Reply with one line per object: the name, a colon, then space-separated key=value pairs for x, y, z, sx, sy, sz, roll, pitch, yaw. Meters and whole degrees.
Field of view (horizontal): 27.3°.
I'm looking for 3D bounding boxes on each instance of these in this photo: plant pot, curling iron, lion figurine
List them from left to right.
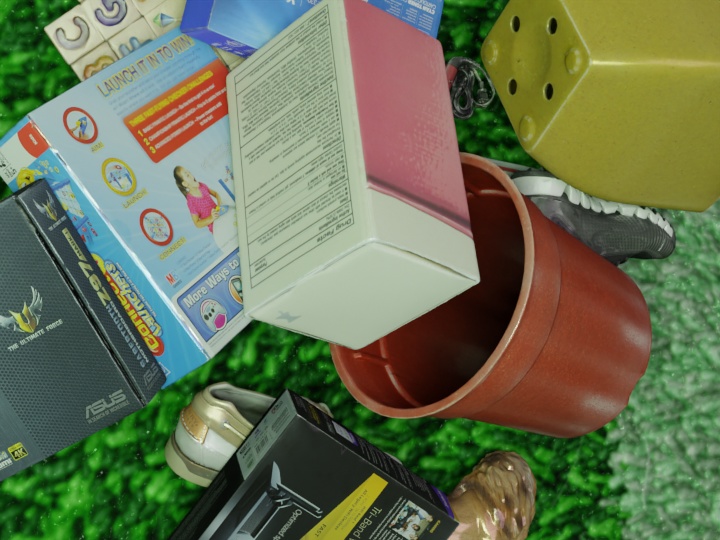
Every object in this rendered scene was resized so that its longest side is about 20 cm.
curling iron: x=0.053 y=-0.098 z=1.211 sx=0.049 sy=0.026 sz=0.201 roll=35 pitch=63 yaw=-5
lion figurine: x=0.059 y=0.212 z=1.192 sx=0.199 sy=0.072 sz=0.123 roll=-2 pitch=78 yaw=-27
plant pot: x=0.112 y=0.036 z=1.144 sx=0.195 sy=0.200 sz=0.202 roll=22 pitch=73 yaw=-42
plant pot: x=0.219 y=-0.177 z=1.228 sx=0.199 sy=0.195 sz=0.196 roll=-3 pitch=57 yaw=-28

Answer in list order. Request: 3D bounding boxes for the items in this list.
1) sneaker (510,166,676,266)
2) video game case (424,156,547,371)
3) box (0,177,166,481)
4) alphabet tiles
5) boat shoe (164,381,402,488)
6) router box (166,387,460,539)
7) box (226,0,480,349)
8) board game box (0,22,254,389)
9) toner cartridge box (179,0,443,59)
sneaker: x=0.201 y=-0.022 z=1.296 sx=0.199 sy=0.066 sz=0.091 roll=16 pitch=76 yaw=-40
video game case: x=0.106 y=0.004 z=1.264 sx=0.142 sy=0.017 sz=0.202 roll=8 pitch=79 yaw=-37
box: x=-0.250 y=0.055 z=0.968 sx=0.158 sy=0.199 sz=0.051 roll=60 pitch=16 yaw=-10
alphabet tiles: x=-0.129 y=-0.197 z=1.125 sx=0.199 sy=0.006 sz=0.167 roll=-35 pitch=103 yaw=-7
boat shoe: x=-0.045 y=0.137 z=1.126 sx=0.199 sy=0.075 sz=0.069 roll=14 pitch=118 yaw=-29
router box: x=-0.050 y=0.210 z=1.084 sx=0.157 sy=0.052 sz=0.200 roll=36 pitch=97 yaw=-21
box: x=-0.009 y=-0.067 z=1.028 sx=0.109 sy=0.128 sz=0.201 roll=19 pitch=53 yaw=-41
board game box: x=-0.128 y=-0.052 z=1.036 sx=0.196 sy=0.056 sz=0.200 roll=54 pitch=38 yaw=-6
toner cartridge box: x=-0.032 y=-0.192 z=1.113 sx=0.199 sy=0.043 sz=0.096 roll=16 pitch=85 yaw=-36
